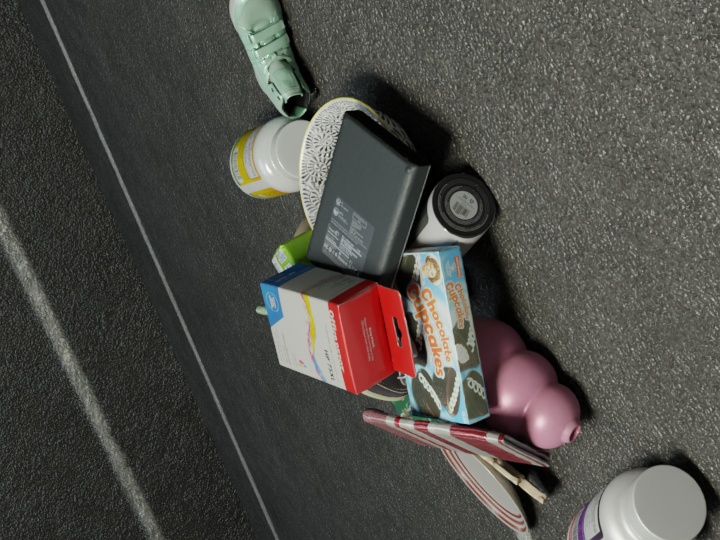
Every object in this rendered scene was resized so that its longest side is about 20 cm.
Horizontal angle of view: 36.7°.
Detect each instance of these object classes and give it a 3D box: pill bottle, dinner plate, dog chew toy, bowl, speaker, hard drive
[{"bbox_3d":[-0.120,-0.172,1.637,0.114,0.112,0.199,64,160,-9],"label":"pill bottle"},{"bbox_3d":[0.186,0.312,1.625,0.200,0.024,0.201,46,165,16],"label":"dinner plate"},{"bbox_3d":[0.310,0.288,1.215,0.112,0.110,0.201,53,158,18],"label":"pill bottle"},{"bbox_3d":[0.184,0.145,1.326,0.199,0.124,0.126,35,149,35],"label":"dog chew toy"},{"bbox_3d":[0.017,-0.117,1.372,0.199,0.093,0.205,13,106,49],"label":"bowl"},{"bbox_3d":[0.098,-0.043,1.336,0.082,0.080,0.200,57,160,9],"label":"speaker"},{"bbox_3d":[0.005,-0.070,1.297,0.139,0.032,0.203,42,127,38],"label":"hard drive"}]

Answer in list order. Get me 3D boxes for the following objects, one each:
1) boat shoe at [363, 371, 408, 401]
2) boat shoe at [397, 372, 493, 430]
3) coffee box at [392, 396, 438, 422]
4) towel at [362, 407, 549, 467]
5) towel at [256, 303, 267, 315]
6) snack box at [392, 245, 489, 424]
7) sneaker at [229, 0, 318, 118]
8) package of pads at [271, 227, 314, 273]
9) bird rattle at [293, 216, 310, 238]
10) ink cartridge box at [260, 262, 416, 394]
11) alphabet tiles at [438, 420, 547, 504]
[{"bbox_3d":[-0.003,0.111,1.503,0.199,0.073,0.065,36,146,-11],"label":"boat shoe"},{"bbox_3d":[0.096,0.153,1.442,0.198,0.057,0.067,31,161,17],"label":"boat shoe"},{"bbox_3d":[0.068,0.169,1.728,0.202,0.044,0.123,61,160,1],"label":"coffee box"},{"bbox_3d":[0.118,0.202,1.326,0.197,0.023,0.143,4,163,36],"label":"towel"},{"bbox_3d":[-0.035,0.066,1.608,0.196,0.152,0.024,7,91,19],"label":"towel"},{"bbox_3d":[0.088,0.075,1.284,0.115,0.037,0.204,-3,99,58],"label":"snack box"},{"bbox_3d":[-0.115,-0.303,1.506,0.119,0.073,0.202,54,169,36],"label":"sneaker"},{"bbox_3d":[0.000,0.000,1.449,0.156,0.198,0.068,57,152,8],"label":"package of pads"},{"bbox_3d":[-0.032,-0.040,1.556,0.111,0.163,0.202,2,131,45],"label":"bird rattle"},{"bbox_3d":[-0.028,0.070,1.295,0.198,0.067,0.118,13,122,50],"label":"ink cartridge box"},{"bbox_3d":[0.176,0.251,1.492,0.199,0.015,0.196,38,179,16],"label":"alphabet tiles"}]
